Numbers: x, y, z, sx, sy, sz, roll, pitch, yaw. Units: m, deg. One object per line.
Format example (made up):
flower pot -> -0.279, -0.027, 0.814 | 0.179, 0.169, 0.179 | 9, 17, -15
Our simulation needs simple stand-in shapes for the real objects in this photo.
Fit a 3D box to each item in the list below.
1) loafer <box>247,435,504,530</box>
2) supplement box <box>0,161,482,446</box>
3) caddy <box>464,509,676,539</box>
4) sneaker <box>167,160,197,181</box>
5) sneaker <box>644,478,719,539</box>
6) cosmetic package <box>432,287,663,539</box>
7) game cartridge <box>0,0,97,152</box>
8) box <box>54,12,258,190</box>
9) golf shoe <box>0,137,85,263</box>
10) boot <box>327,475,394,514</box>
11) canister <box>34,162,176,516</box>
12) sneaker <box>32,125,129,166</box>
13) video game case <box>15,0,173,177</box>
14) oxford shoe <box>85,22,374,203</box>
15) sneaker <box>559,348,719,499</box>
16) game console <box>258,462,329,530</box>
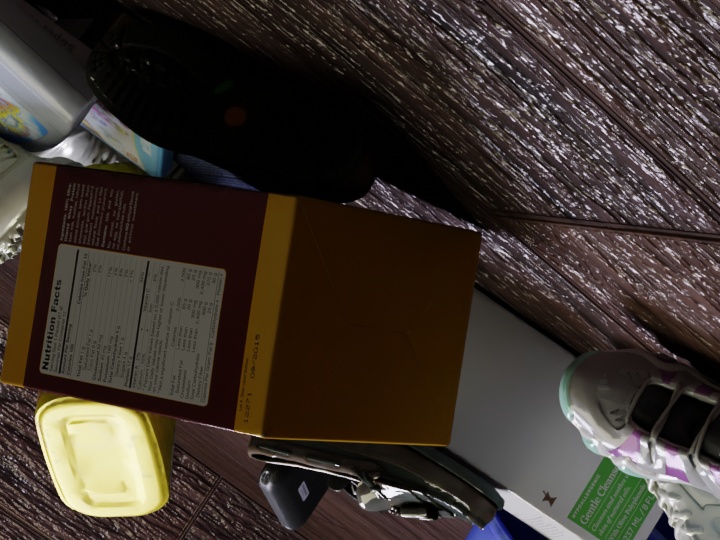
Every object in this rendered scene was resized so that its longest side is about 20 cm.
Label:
loafer -> 0.007, 0.137, 1.443 | 0.200, 0.063, 0.072 | 25, 165, 37
supplement box -> -0.069, 0.021, 1.273 | 0.200, 0.133, 0.197 | 9, 180, 34
caddy -> 0.163, 0.201, 1.545 | 0.200, 0.142, 0.105 | 29, 128, -6
sneaker -> -0.129, -0.035, 1.599 | 0.079, 0.078, 0.200 | 39, 167, -2
sneaker -> 0.214, 0.140, 1.332 | 0.200, 0.099, 0.078 | 31, 168, 9
cosmetic package -> 0.115, 0.107, 1.454 | 0.200, 0.108, 0.085 | 33, 168, -5
game cartridge -> -0.243, -0.131, 1.376 | 0.133, 0.041, 0.200 | 39, 162, -21
box -> -0.112, -0.097, 1.411 | 0.200, 0.032, 0.121 | 42, 166, -25
golf shoe -> -0.243, -0.055, 1.401 | 0.097, 0.078, 0.200 | 57, 151, -7
boot -> 0.056, 0.154, 1.718 | 0.077, 0.139, 0.200 | 21, 164, 47
canister -> -0.166, 0.048, 1.458 | 0.086, 0.200, 0.149 | -2, 140, 4
sneaker -> -0.198, -0.098, 1.591 | 0.099, 0.075, 0.200 | 21, 174, -8
video game case -> -0.206, -0.137, 1.394 | 0.200, 0.018, 0.143 | 36, 167, 1
oxford shoe -> -0.080, -0.086, 1.280 | 0.200, 0.073, 0.084 | 28, 169, 23
sneaker -> 0.217, 0.093, 1.224 | 0.200, 0.078, 0.140 | 24, 167, -1
game console -> -0.057, 0.087, 1.654 | 0.116, 0.176, 0.200 | 31, 168, 12
